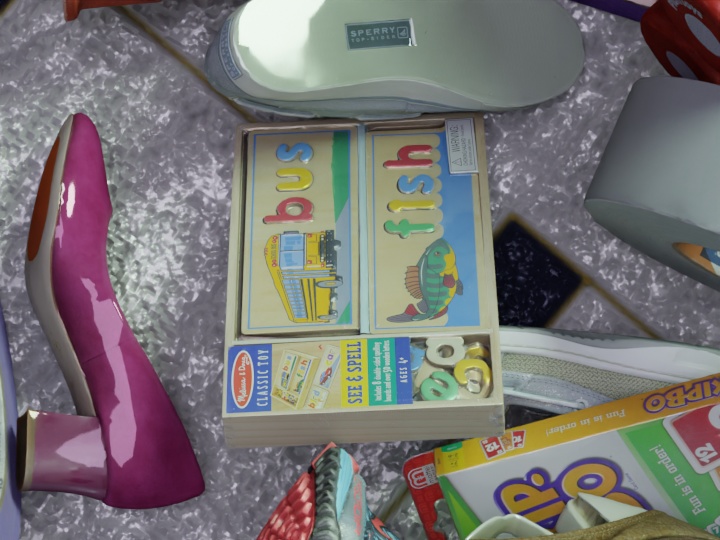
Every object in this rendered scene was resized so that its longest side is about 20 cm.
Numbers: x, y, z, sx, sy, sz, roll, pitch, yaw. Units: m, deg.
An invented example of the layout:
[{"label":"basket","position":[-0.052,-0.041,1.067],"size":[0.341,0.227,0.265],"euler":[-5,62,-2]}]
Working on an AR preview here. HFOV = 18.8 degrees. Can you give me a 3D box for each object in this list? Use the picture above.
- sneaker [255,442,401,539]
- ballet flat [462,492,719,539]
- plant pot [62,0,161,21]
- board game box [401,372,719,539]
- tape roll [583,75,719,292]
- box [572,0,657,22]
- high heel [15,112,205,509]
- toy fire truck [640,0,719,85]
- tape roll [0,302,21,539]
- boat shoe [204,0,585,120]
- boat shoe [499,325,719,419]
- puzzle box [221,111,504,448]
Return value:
[{"label":"sneaker","position":[0.000,0.139,1.024],"size":[0.095,0.200,0.079],"euler":[33,84,3]},{"label":"ballet flat","position":[0.099,0.140,1.021],"size":[0.072,0.199,0.068],"euler":[46,127,38]},{"label":"plant pot","position":[-0.049,-0.223,1.073],"size":[0.194,0.201,0.202],"euler":[0,84,-5]},{"label":"board game box","position":[0.127,0.108,1.073],"size":[0.199,0.030,0.096],"euler":[-14,124,10]},{"label":"tape roll","position":[0.209,-0.020,1.030],"size":[0.200,0.200,0.066],"euler":[23,86,4]},{"label":"box","position":[0.165,-0.197,1.129],"size":[0.199,0.039,0.137],"euler":[18,85,4]},{"label":"high heel","position":[-0.123,0.021,1.121],"size":[0.096,0.067,0.201],"euler":[6,84,-19]},{"label":"toy fire truck","position":[0.159,-0.174,1.006],"size":[0.112,0.200,0.168],"euler":[-41,86,-3]},{"label":"tape roll","position":[-0.225,0.057,1.041],"size":[0.085,0.200,0.201],"euler":[-9,84,2]},{"label":"boat shoe","position":[0.015,-0.112,1.108],"size":[0.200,0.071,0.070],"euler":[-2,86,-24]},{"label":"boat shoe","position":[0.092,0.062,1.092],"size":[0.201,0.074,0.065],"euler":[5,87,-6]},{"label":"puzzle box","position":[0.000,0.000,1.067],"size":[0.132,0.025,0.200],"euler":[-4,47,2]}]
